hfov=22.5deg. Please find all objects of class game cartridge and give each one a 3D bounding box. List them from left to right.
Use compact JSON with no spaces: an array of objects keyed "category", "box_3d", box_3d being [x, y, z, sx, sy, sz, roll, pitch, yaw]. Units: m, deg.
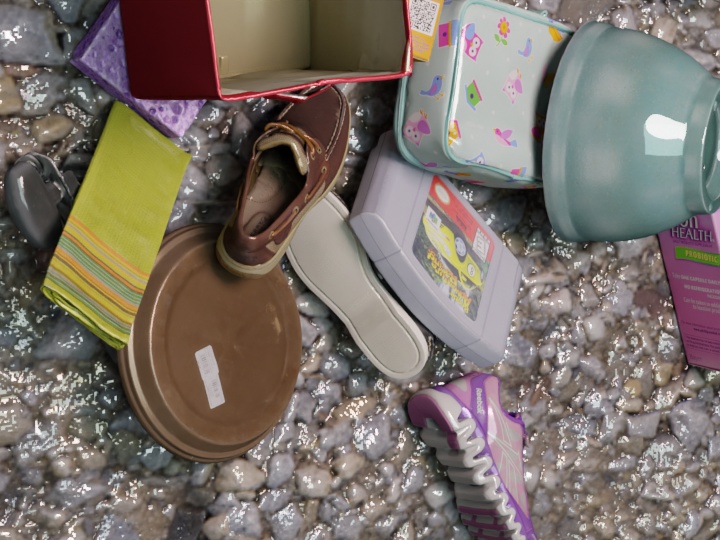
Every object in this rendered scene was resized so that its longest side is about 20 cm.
[{"category":"game cartridge","box_3d":[0.070,-0.013,1.594,0.200,0.041,0.133,47,42,-27]}]

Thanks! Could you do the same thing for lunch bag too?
[{"category":"lunch bag","box_3d":[0.116,-0.158,1.595,0.199,0.077,0.161,9,85,-50]}]

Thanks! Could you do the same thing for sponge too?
[{"category":"sponge","box_3d":[-0.140,-0.220,1.495,0.111,0.030,0.201,39,77,-27]}]

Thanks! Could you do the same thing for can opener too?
[{"category":"can opener","box_3d":[-0.228,-0.006,1.456,0.066,0.052,0.201,-45,118,-35]}]

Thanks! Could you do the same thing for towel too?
[{"category":"towel","box_3d":[-0.190,-0.039,1.438,0.086,0.018,0.201,41,46,-30]}]

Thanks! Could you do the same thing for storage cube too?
[{"category":"storage cube","box_3d":[-0.080,-0.230,1.407,0.170,0.180,0.201,-11,99,-27]}]

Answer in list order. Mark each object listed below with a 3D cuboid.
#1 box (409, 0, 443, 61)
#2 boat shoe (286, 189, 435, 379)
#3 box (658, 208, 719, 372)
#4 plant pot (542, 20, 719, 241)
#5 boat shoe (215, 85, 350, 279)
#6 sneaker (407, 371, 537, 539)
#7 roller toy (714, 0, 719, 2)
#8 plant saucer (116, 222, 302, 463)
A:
[{"category":"box","box_3d":[0.038,-0.277,1.536,0.041,0.119,0.201,16,88,-30]},{"category":"boat shoe","box_3d":[0.000,0.000,1.581,0.200,0.074,0.060,52,28,-7]},{"category":"box","box_3d":[0.395,-0.024,1.779,0.175,0.097,0.201,-23,106,-25]},{"category":"plant pot","box_3d":[0.260,-0.116,1.619,0.200,0.134,0.201,-33,127,-57]},{"category":"boat shoe","box_3d":[-0.058,-0.088,1.500,0.072,0.072,0.200,27,60,5]},{"category":"sneaker","box_3d":[0.124,0.176,1.665,0.088,0.080,0.201,-36,111,-29]},{"category":"roller toy","box_3d":[0.338,-0.345,1.663,0.139,0.200,0.183,18,122,-29]},{"category":"plant saucer","box_3d":[-0.117,0.060,1.506,0.199,0.029,0.201,3,86,-46]}]
